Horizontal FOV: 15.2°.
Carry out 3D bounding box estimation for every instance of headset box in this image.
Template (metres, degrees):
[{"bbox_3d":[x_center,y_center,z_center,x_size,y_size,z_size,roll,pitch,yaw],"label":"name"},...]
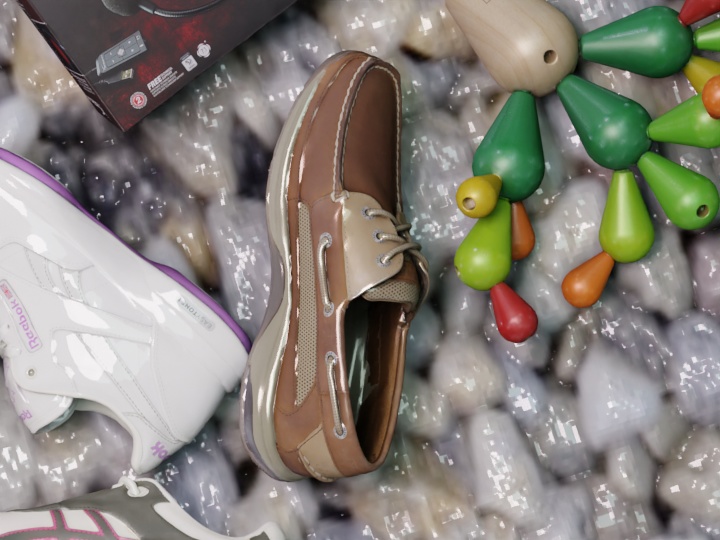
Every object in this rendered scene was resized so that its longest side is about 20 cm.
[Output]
[{"bbox_3d":[-0.115,-0.189,1.238,0.148,0.075,0.200,-37,108,-6],"label":"headset box"}]

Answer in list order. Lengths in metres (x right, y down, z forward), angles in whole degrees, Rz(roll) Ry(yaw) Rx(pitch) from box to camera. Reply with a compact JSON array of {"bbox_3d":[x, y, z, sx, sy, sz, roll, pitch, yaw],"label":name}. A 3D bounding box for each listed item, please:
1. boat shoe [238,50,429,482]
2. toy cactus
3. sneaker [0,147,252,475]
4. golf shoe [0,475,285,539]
[{"bbox_3d":[0.000,0.000,1.235,0.072,0.076,0.201,6,88,37],"label":"boat shoe"},{"bbox_3d":[0.101,-0.078,1.256,0.200,0.102,0.165,-44,73,2],"label":"toy cactus"},{"bbox_3d":[-0.149,0.013,1.242,0.200,0.075,0.100,36,81,6],"label":"sneaker"},{"bbox_3d":[-0.131,0.135,1.233,0.199,0.077,0.088,19,63,-1],"label":"golf shoe"}]
